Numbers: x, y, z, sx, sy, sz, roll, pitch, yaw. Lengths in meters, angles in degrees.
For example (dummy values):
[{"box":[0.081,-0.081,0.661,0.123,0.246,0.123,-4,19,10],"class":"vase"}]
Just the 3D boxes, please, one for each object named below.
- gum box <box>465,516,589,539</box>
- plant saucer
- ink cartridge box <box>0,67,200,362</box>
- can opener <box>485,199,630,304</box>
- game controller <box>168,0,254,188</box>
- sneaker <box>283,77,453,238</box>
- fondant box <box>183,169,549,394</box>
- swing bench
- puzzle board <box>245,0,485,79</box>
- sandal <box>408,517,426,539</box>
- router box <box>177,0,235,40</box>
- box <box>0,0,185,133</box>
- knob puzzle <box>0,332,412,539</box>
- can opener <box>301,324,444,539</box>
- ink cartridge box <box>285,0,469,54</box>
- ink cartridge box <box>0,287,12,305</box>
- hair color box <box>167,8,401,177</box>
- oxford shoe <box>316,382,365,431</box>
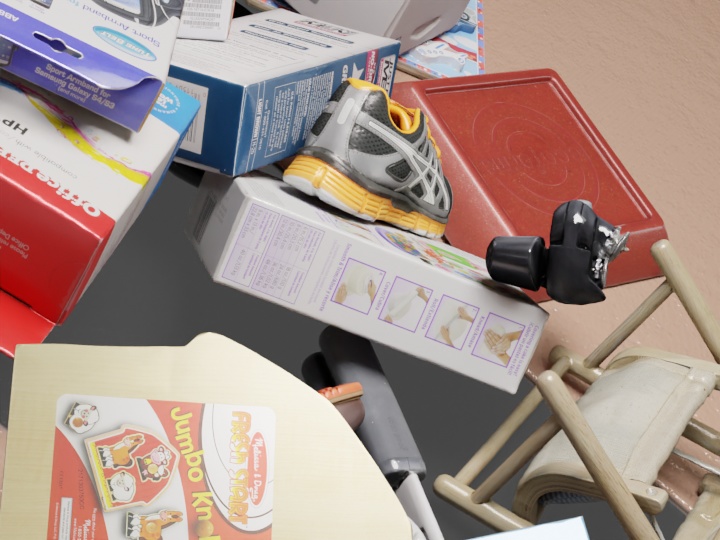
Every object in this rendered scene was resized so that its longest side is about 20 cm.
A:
[{"box":[0.033,0.219,0.942,0.199,0.045,0.170,-10,58,-7],"class":"gum box"},{"box":[0.122,-0.073,1.429,0.199,0.037,0.200,-10,59,-42],"class":"plant saucer"},{"box":[-0.175,-0.051,1.034,0.116,0.067,0.200,31,34,-4],"class":"ink cartridge box"},{"box":[0.131,-0.011,1.208,0.078,0.064,0.200,18,2,14],"class":"can opener"},{"box":[-0.115,-0.133,1.326,0.104,0.042,0.200,23,40,-14],"class":"game controller"},{"box":[0.020,-0.071,1.248,0.078,0.078,0.200,23,4,17],"class":"sneaker"},{"box":[0.000,0.000,1.201,0.199,0.058,0.144,20,8,-16],"class":"fondant box"},{"box":[0.187,0.123,1.203,0.200,0.130,0.199,44,38,4],"class":"swing bench"},{"box":[0.009,-0.217,1.528,0.199,0.017,0.151,22,39,-16],"class":"puzzle board"},{"box":[-0.039,0.127,1.089,0.082,0.050,0.203,-35,54,-14],"class":"sandal"},{"box":[-0.194,-0.202,1.252,0.199,0.049,0.180,2,23,-18],"class":"router box"},{"box":[-0.158,-0.148,1.075,0.119,0.042,0.200,25,31,-13],"class":"box"},{"box":[-0.075,0.128,0.954,0.219,0.030,0.221,4,66,-9],"class":"knob puzzle"},{"box":[0.000,0.117,1.130,0.067,0.053,0.200,3,46,-32],"class":"can opener"},{"box":[-0.015,-0.260,1.475,0.200,0.086,0.148,40,37,11],"class":"ink cartridge box"},{"box":[-0.275,-0.038,1.071,0.199,0.084,0.176,27,36,-10],"class":"ink cartridge box"},{"box":[-0.065,-0.116,1.241,0.100,0.061,0.200,19,22,24],"class":"hair color box"},{"box":[-0.067,0.130,1.032,0.200,0.071,0.073,-35,90,-24],"class":"oxford shoe"}]
